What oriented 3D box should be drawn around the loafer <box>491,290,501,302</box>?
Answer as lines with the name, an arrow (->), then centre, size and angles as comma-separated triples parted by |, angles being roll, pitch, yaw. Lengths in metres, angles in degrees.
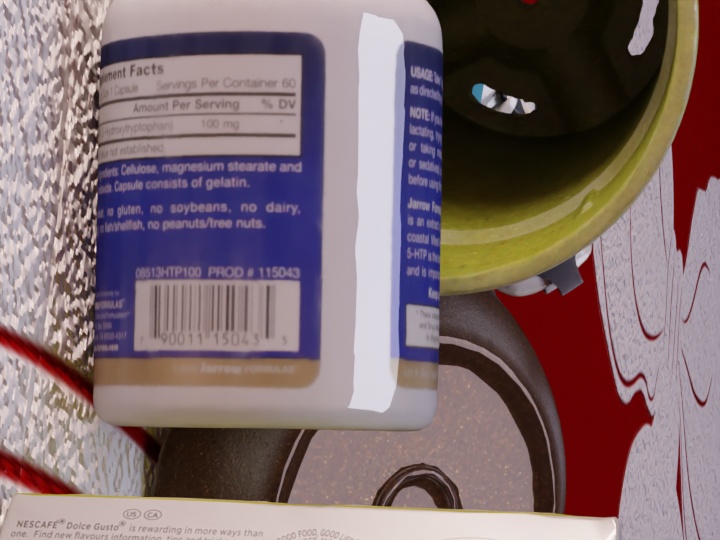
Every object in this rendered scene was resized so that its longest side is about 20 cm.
loafer -> 0.030, 0.092, 1.309 | 0.072, 0.072, 0.201 | 71, 24, -56

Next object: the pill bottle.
pill bottle -> -0.031, -0.046, 0.967 | 0.120, 0.119, 0.201 | 15, 77, -76

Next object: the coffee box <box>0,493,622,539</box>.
coffee box -> -0.014, 0.206, 0.871 | 0.200, 0.199, 0.198 | 76, 20, -47

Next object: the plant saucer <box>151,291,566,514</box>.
plant saucer -> 0.011, 0.093, 1.074 | 0.200, 0.037, 0.202 | -5, 99, -38

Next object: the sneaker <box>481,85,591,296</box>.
sneaker -> 0.069, -0.053, 1.360 | 0.130, 0.079, 0.199 | 57, -12, 26

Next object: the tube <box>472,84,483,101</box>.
tube -> 0.025, -0.077, 1.257 | 0.050, 0.077, 0.201 | -128, -146, -49

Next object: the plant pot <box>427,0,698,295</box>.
plant pot -> 0.049, -0.105, 1.100 | 0.184, 0.199, 0.202 | -31, 121, -70
